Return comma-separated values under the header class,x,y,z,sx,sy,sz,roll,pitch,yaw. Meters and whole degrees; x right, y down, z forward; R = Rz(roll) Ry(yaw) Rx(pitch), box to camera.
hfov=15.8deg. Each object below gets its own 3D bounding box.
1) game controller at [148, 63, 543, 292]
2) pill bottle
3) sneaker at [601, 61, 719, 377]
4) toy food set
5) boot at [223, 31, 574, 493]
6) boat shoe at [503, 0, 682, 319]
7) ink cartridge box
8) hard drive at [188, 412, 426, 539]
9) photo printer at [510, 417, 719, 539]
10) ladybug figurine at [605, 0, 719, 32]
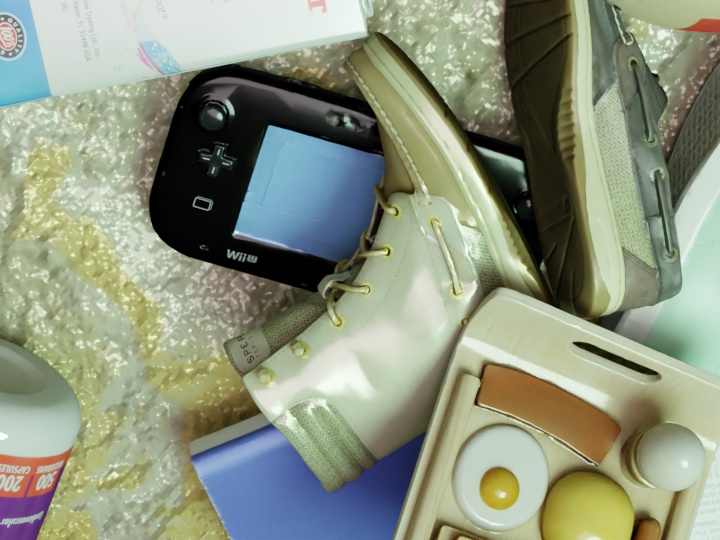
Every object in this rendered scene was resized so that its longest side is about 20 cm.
class,x,y,z,sx,sy,sz,roll,pitch,yaw
game controller,-0.003,-0.034,1.302,0.200,0.042,0.105,16,107,-8
pill bottle,-0.222,0.134,1.306,0.112,0.112,0.200,19,106,-10
sneaker,0.214,-0.032,1.301,0.118,0.074,0.201,21,110,-10
toy food set,0.094,0.126,1.209,0.143,0.060,0.200,22,75,-14
boot,0.000,0.000,1.255,0.154,0.072,0.200,-27,111,6
boat shoe,0.116,-0.077,1.268,0.065,0.073,0.200,-4,87,-24
ink cartridge box,-0.104,-0.170,1.227,0.200,0.085,0.145,-10,109,1
hard drive,0.028,0.107,1.348,0.200,0.025,0.132,-22,120,4
photo printer,0.139,0.169,1.291,0.166,0.069,0.200,-7,84,-24
ladybug figurine,0.187,-0.167,1.232,0.200,0.136,0.072,-12,147,-15
